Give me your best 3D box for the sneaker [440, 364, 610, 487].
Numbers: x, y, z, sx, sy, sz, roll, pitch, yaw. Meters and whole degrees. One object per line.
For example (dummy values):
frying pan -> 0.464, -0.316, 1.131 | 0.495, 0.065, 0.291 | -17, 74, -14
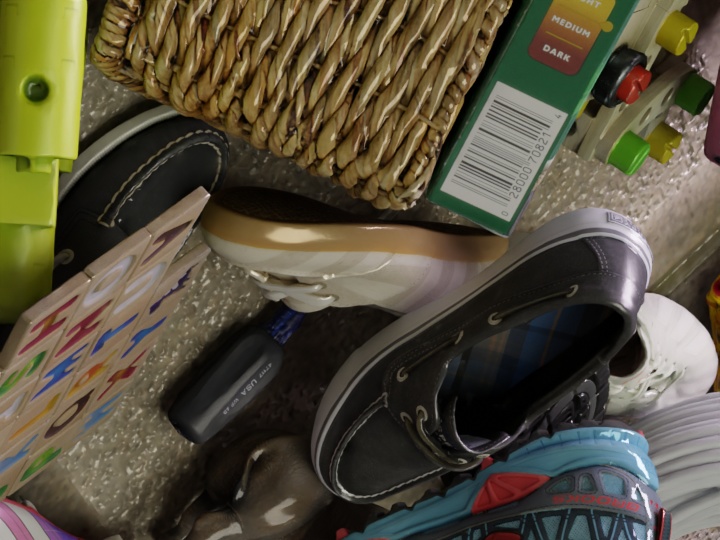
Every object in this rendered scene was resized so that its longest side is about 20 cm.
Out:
sneaker -> 0.066, 0.078, 1.419 | 0.076, 0.091, 0.200 | -35, 146, -26

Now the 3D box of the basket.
basket -> -0.005, -0.144, 1.229 | 0.149, 0.143, 0.200 | 25, 95, -3

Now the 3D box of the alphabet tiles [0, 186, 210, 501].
alphabet tiles -> -0.123, 0.047, 1.142 | 0.167, 0.008, 0.200 | -38, 168, -39

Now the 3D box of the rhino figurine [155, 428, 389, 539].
rhino figurine -> -0.021, 0.142, 1.417 | 0.087, 0.060, 0.200 | -47, 139, -4

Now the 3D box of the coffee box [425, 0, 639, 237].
coffee box -> 0.092, -0.123, 1.218 | 0.044, 0.123, 0.200 | 26, 115, -3

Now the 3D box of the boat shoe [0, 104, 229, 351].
boat shoe -> -0.120, 0.014, 1.245 | 0.200, 0.060, 0.074 | -45, 137, -11

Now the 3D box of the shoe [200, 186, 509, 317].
shoe -> 0.000, 0.000, 1.306 | 0.200, 0.070, 0.053 | 7, 98, -53

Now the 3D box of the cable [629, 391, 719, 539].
cable -> 0.197, 0.146, 1.538 | 0.200, 0.069, 0.200 | 4, 132, 1

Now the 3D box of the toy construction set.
toy construction set -> 0.131, -0.131, 1.346 | 0.131, 0.092, 0.200 | -26, 133, -58

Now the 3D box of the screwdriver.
screwdriver -> -0.018, 0.001, 1.362 | 0.029, 0.028, 0.200 | 44, 75, -18

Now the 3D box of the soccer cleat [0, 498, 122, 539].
soccer cleat -> -0.144, 0.146, 1.285 | 0.067, 0.076, 0.200 | -37, 146, 23

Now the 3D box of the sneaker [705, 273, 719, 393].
sneaker -> 0.209, 0.036, 1.562 | 0.077, 0.073, 0.200 | 5, 106, -26

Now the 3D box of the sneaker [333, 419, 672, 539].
sneaker -> 0.050, 0.148, 1.333 | 0.200, 0.096, 0.079 | -33, 144, 24

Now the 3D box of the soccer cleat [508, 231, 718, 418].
soccer cleat -> 0.126, 0.038, 1.468 | 0.200, 0.078, 0.069 | 28, 95, -48

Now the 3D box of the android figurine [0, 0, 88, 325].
android figurine -> -0.124, -0.079, 1.119 | 0.041, 0.182, 0.200 | 5, 88, -5

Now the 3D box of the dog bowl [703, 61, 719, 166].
dog bowl -> 0.214, -0.125, 1.386 | 0.200, 0.074, 0.200 | 14, 90, -83

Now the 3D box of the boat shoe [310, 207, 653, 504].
boat shoe -> 0.050, 0.053, 1.291 | 0.200, 0.066, 0.070 | -36, 117, 28
